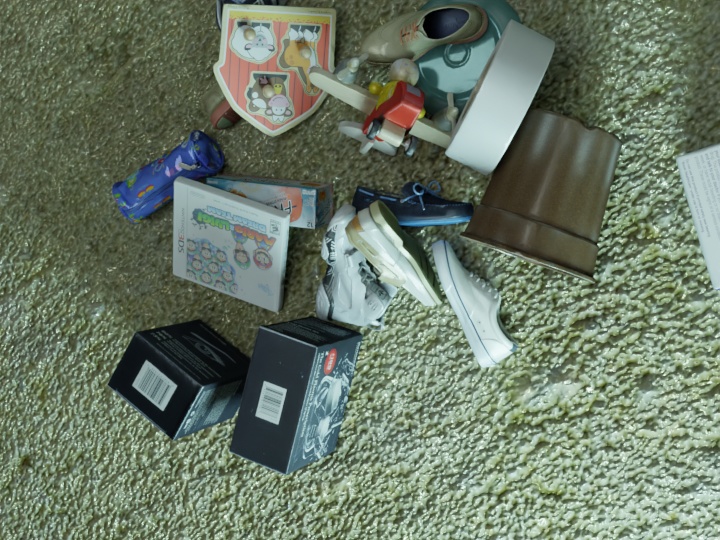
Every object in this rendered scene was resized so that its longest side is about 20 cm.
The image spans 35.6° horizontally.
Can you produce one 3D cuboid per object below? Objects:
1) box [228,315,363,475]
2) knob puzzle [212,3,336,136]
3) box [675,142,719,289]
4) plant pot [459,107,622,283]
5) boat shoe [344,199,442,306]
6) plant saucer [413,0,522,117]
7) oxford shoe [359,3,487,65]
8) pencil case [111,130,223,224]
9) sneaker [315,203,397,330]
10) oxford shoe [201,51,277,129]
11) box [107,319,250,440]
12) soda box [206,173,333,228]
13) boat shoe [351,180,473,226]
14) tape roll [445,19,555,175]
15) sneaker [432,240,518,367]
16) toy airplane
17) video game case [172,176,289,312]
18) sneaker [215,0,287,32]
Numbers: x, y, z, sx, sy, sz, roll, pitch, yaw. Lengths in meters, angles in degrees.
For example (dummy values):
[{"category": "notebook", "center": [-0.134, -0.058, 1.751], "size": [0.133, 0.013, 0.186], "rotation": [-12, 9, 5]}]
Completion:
[{"category": "box", "center": [-0.094, 0.185, 1.713], "size": [0.103, 0.182, 0.202], "rotation": [17, 100, 20]}, {"category": "knob puzzle", "center": [-0.128, -0.304, 1.726], "size": [0.217, 0.030, 0.222], "rotation": [-5, 113, -12]}, {"category": "box", "center": [0.542, -0.092, 1.481], "size": [0.198, 0.105, 0.186], "rotation": [-17, 86, 23]}, {"category": "plant pot", "center": [0.262, -0.108, 1.556], "size": [0.198, 0.200, 0.200], "rotation": [20, 93, 20]}, {"category": "boat shoe", "center": [0.051, -0.016, 1.664], "size": [0.068, 0.075, 0.201], "rotation": [-29, 120, 16]}, {"category": "plant saucer", "center": [0.148, -0.322, 1.667], "size": [0.198, 0.036, 0.203], "rotation": [1, 93, 22]}, {"category": "oxford shoe", "center": [0.082, -0.350, 1.633], "size": [0.198, 0.074, 0.072], "rotation": [-15, 87, 22]}, {"category": "pencil case", "center": [-0.317, -0.152, 1.839], "size": [0.199, 0.087, 0.078], "rotation": [-29, 111, 22]}, {"category": "sneaker", "center": [0.000, 0.000, 1.709], "size": [0.114, 0.075, 0.202], "rotation": [18, 121, 16]}, {"category": "oxford shoe", "center": [-0.181, -0.316, 1.785], "size": [0.200, 0.070, 0.075], "rotation": [-41, 71, 17]}, {"category": "box", "center": [-0.275, 0.168, 1.776], "size": [0.147, 0.200, 0.105], "rotation": [36, 105, 17]}, {"category": "soda box", "center": [-0.144, -0.111, 1.776], "size": [0.198, 0.068, 0.064], "rotation": [7, 104, 22]}, {"category": "boat shoe", "center": [0.073, -0.102, 1.685], "size": [0.198, 0.084, 0.070], "rotation": [1, 90, 20]}, {"category": "tape roll", "center": [0.190, -0.237, 1.539], "size": [0.070, 0.203, 0.204], "rotation": [26, 103, -2]}, {"category": "sneaker", "center": [0.172, 0.041, 1.665], "size": [0.070, 0.073, 0.202], "rotation": [-25, 92, 12]}, {"category": "toy airplane", "center": [0.045, -0.240, 1.645], "size": [0.198, 0.200, 0.143], "rotation": [20, 87, 32]}, {"category": "video game case", "center": [-0.209, -0.040, 1.784], "size": [0.198, 0.024, 0.184], "rotation": [19, 126, 15]}, {"category": "sneaker", "center": [-0.156, -0.444, 1.745], "size": [0.070, 0.108, 0.201], "rotation": [31, 104, 17]}]
